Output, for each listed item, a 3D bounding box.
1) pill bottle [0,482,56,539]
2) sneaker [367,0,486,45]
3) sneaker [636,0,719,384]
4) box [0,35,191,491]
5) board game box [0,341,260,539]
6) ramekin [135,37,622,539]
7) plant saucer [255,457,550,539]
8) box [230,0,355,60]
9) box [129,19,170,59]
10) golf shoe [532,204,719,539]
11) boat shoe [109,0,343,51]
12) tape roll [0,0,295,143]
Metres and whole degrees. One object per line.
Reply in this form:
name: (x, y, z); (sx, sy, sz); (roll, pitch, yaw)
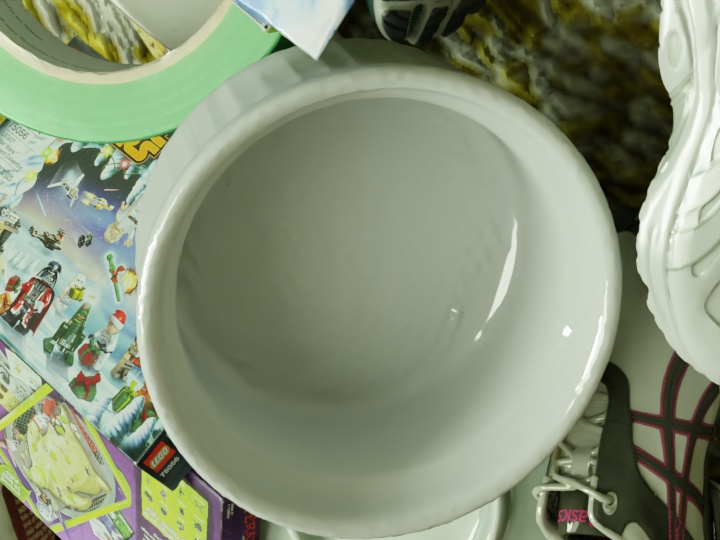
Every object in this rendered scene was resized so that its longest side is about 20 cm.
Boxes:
pill bottle: (-0.233, 0.162, 1.444); (0.114, 0.114, 0.201); (-8, 103, 45)
sneaker: (0.028, -0.197, 1.066); (0.080, 0.077, 0.201); (27, 120, 50)
sneaker: (0.168, -0.039, 0.992); (0.099, 0.078, 0.201); (16, 120, 34)
box: (-0.113, -0.008, 1.183); (0.200, 0.137, 0.040); (37, 176, 36)
board game box: (-0.120, 0.100, 1.224); (0.200, 0.032, 0.121); (37, 133, 37)
ramekin: (0.000, 0.000, 1.041); (0.098, 0.199, 0.201); (-122, 25, -66)
plant saucer: (0.018, 0.097, 1.154); (0.199, 0.050, 0.201); (3, 104, 13)
box: (-0.059, -0.190, 1.013); (0.200, 0.048, 0.122); (37, 107, 10)
box: (-0.087, -0.132, 1.218); (0.200, 0.039, 0.041); (57, 139, 7)
golf shoe: (0.115, 0.073, 1.087); (0.077, 0.088, 0.201); (-3, 105, 46)
boat shoe: (-0.057, -0.121, 1.152); (0.200, 0.069, 0.072); (39, 91, -4)
tape roll: (-0.107, -0.157, 1.085); (0.199, 0.048, 0.202); (3, 100, 17)
